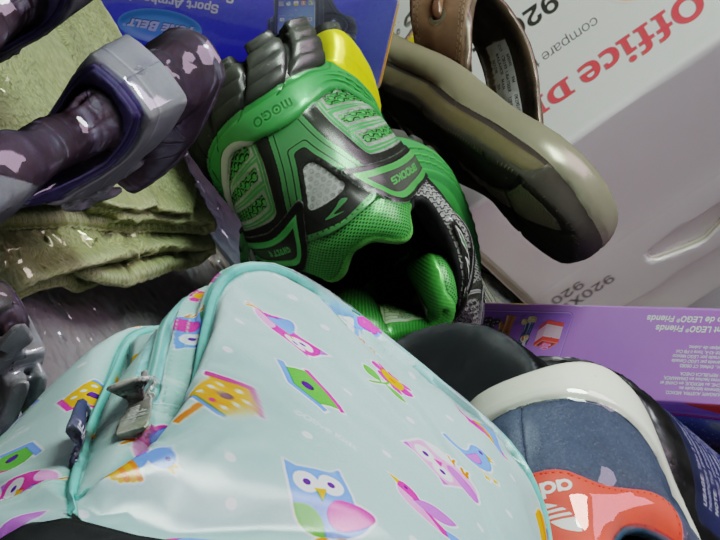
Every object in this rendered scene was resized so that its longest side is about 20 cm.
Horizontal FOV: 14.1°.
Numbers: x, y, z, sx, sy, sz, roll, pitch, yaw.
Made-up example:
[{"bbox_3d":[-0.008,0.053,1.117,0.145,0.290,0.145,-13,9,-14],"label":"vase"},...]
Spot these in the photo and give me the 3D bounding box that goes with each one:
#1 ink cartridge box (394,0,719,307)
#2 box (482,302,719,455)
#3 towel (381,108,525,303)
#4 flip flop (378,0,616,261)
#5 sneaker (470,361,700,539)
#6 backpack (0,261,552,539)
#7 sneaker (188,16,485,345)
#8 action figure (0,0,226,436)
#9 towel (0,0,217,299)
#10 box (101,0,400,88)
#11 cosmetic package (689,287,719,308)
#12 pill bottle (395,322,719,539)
[{"bbox_3d":[0.090,-0.099,1.187,0.145,0.147,0.201,38,22,-51],"label":"ink cartridge box"},{"bbox_3d":[0.124,0.061,1.030,0.137,0.199,0.039,41,61,-41],"label":"box"},{"bbox_3d":[-0.004,-0.052,1.141,0.200,0.034,0.193,32,28,-61],"label":"towel"},{"bbox_3d":[0.038,-0.072,1.044,0.081,0.058,0.200,47,-3,-39],"label":"flip flop"},{"bbox_3d":[0.085,0.121,0.813,0.200,0.075,0.085,52,21,-32],"label":"sneaker"},{"bbox_3d":[-0.026,0.088,0.639,0.167,0.126,0.200,49,14,-13],"label":"backpack"},{"bbox_3d":[0.000,0.000,0.934,0.086,0.078,0.200,62,6,24],"label":"sneaker"},{"bbox_3d":[-0.107,-0.026,0.700,0.130,0.069,0.200,54,37,-1],"label":"action figure"},{"bbox_3d":[-0.120,-0.080,0.854,0.201,0.036,0.148,60,17,9],"label":"towel"},{"bbox_3d":[-0.052,-0.123,1.006,0.118,0.042,0.200,8,29,-10],"label":"box"},{"bbox_3d":[0.141,0.000,1.336,0.200,0.101,0.074,44,21,-33],"label":"cosmetic package"},{"bbox_3d":[0.073,0.095,0.932,0.200,0.112,0.112,39,23,-47],"label":"pill bottle"}]
